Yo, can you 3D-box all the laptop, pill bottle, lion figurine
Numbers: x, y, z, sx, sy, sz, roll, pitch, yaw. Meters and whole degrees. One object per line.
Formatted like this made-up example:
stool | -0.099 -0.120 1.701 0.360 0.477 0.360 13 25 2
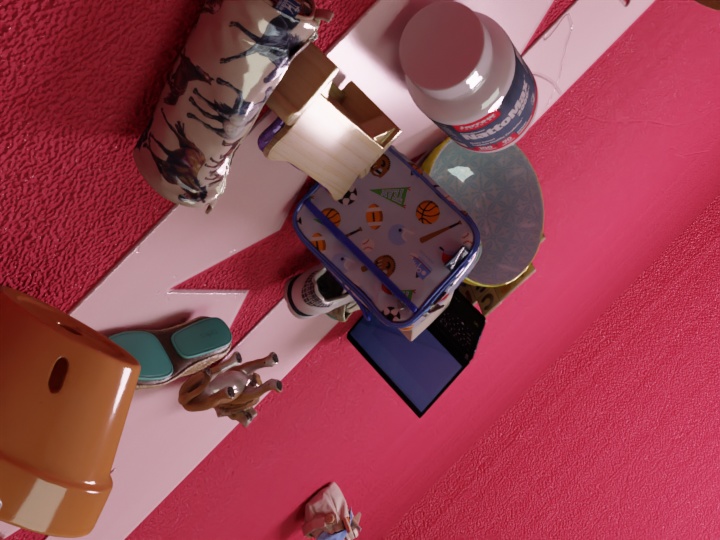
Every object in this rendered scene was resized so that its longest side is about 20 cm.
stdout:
laptop | 0.074 0.083 1.440 0.103 0.177 0.201 -36 159 -21
pill bottle | 0.113 -0.205 1.058 0.120 0.120 0.200 -48 159 10
lion figurine | -0.174 0.147 1.237 0.121 0.073 0.199 -22 160 23

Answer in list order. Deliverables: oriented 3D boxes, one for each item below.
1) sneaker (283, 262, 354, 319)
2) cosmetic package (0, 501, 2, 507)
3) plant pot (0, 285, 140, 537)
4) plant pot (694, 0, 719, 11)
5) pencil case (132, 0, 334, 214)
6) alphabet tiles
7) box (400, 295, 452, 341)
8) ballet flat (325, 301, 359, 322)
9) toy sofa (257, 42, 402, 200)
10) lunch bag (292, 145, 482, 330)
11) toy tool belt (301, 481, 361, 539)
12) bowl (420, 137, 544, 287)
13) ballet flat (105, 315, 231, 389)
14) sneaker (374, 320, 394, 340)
sneaker | 0.000 0.000 1.248 0.199 0.077 0.080 -32 -179 -31
cosmetic package | -0.367 0.111 0.614 0.199 0.167 0.168 -33 141 -27
plant pot | -0.276 0.106 0.825 0.141 0.198 0.200 -61 160 -4
plant pot | 0.510 -0.466 1.277 0.186 0.186 0.202 -35 144 -23
pencil case | -0.106 -0.144 0.790 0.201 0.089 0.078 -56 180 26
alphabet tiles | 0.184 -0.034 1.429 0.006 0.201 0.166 29 118 -34
box | 0.072 0.030 1.276 0.082 0.068 0.200 -43 171 -7
ballet flat | 0.027 -0.007 1.339 0.200 0.071 0.071 -43 160 -8
toy sofa | -0.045 -0.144 0.917 0.098 0.083 0.200 -47 160 8
lunch bag | 0.030 -0.035 1.101 0.160 0.200 0.076 -46 168 1
toy tool belt | -0.058 0.552 2.147 0.124 0.123 0.201 -36 158 -20
bowl | 0.133 -0.076 1.307 0.199 0.202 0.107 -31 -168 -32
ballet flat | -0.219 0.098 1.070 0.065 0.071 0.199 -40 161 32
sneaker | 0.064 0.097 1.602 0.088 0.081 0.200 -42 151 -2
